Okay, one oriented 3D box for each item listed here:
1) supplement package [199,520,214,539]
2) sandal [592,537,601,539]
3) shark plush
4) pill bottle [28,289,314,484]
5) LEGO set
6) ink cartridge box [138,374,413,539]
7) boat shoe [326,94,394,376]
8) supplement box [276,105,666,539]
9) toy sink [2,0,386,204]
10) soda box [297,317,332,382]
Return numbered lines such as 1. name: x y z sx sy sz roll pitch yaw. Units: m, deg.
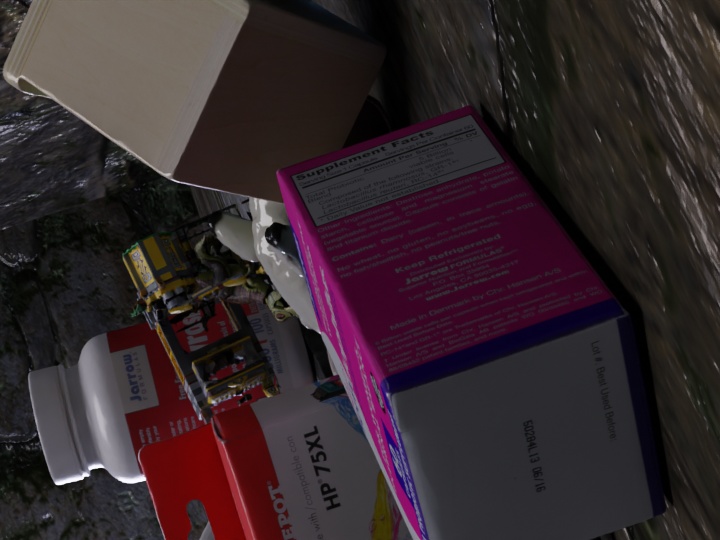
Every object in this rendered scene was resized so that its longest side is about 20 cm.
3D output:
1. supplement package: -0.040 0.208 1.406 0.121 0.120 0.200 25 175 9
2. sandal: 0.100 0.197 0.941 0.045 0.075 0.201 -95 -12 -67
3. shark plush: 0.000 0.000 1.173 0.200 0.083 0.091 48 162 -14
4. pill bottle: -0.136 0.090 1.414 0.112 0.199 0.113 165 90 -84
5. LEGO set: -0.059 0.021 1.290 0.116 0.199 0.154 62 158 13
6. ink cartridge box: 0.000 0.114 0.965 0.067 0.199 0.117 -145 37 -79
7. boat shoe: 0.017 -0.020 1.092 0.072 0.075 0.201 -43 50 46
8. supplement box: 0.042 0.024 0.822 0.200 0.103 0.102 -116 9 -59
9. toy sink: -0.111 -0.128 1.085 0.200 0.113 0.130 34 -166 31
10. soda box: 0.006 0.081 1.375 0.200 0.070 0.064 -125 18 -70
